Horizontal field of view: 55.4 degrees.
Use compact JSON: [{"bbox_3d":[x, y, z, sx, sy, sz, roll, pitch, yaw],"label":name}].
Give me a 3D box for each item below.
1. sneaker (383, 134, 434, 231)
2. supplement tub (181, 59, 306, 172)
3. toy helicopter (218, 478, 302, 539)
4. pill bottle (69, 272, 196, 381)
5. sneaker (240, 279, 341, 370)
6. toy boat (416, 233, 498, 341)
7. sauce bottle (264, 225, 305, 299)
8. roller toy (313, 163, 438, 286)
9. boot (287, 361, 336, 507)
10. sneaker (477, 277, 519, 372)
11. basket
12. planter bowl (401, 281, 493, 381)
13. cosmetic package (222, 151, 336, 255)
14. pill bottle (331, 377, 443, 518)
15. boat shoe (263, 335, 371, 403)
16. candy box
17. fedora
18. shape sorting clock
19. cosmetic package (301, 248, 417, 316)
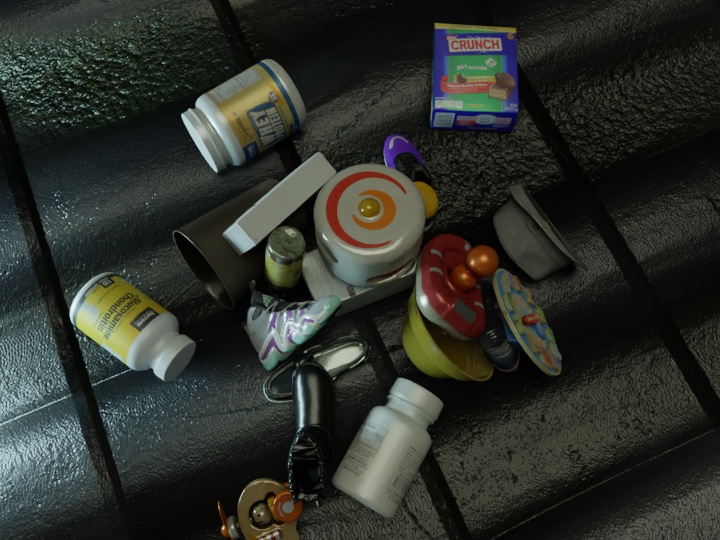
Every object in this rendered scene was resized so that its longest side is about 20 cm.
[{"bbox_3d":[0.099,-0.180,1.275,0.069,0.100,0.201,-16,72,-8],"label":"sneaker"},{"bbox_3d":[-0.217,-0.288,1.287,0.200,0.145,0.145,-34,74,-11],"label":"supplement tub"},{"bbox_3d":[-0.162,0.431,1.078,0.131,0.079,0.201,5,83,-6],"label":"toy helicopter"},{"bbox_3d":[-0.383,0.099,1.168,0.200,0.112,0.112,33,74,10],"label":"pill bottle"},{"bbox_3d":[-0.133,0.065,1.146,0.200,0.078,0.140,-40,84,28],"label":"sneaker"},{"bbox_3d":[0.170,0.008,1.118,0.130,0.131,0.200,37,29,-20],"label":"toy boat"},{"bbox_3d":[-0.131,-0.006,1.159,0.064,0.200,0.065,4,68,-9],"label":"sauce bottle"},{"bbox_3d":[0.017,-0.076,1.135,0.199,0.140,0.183,16,69,6],"label":"roller toy"},{"bbox_3d":[-0.079,0.251,1.067,0.073,0.162,0.199,-5,91,5],"label":"boot"},{"bbox_3d":[0.226,0.092,1.196,0.070,0.082,0.201,-21,41,14],"label":"sneaker"},{"bbox_3d":[-0.201,-0.059,1.210,0.200,0.181,0.136,-42,44,-23],"label":"basket"},{"bbox_3d":[0.130,0.119,1.159,0.083,0.200,0.201,-40,72,26],"label":"planter bowl"},{"bbox_3d":[-0.133,-0.112,1.134,0.051,0.082,0.200,51,61,-12],"label":"cosmetic package"},{"bbox_3d":[0.049,0.282,1.108,0.114,0.114,0.200,29,73,9],"label":"pill bottle"},{"bbox_3d":[-0.076,0.164,1.175,0.199,0.060,0.076,-28,73,-10],"label":"boat shoe"},{"bbox_3d":[0.225,-0.384,1.362,0.168,0.077,0.201,3,70,1],"label":"candy box"},{"bbox_3d":[0.306,-0.054,1.223,0.090,0.177,0.200,-38,89,18],"label":"fedora"},{"bbox_3d":[0.282,0.084,1.149,0.039,0.200,0.201,-29,70,27],"label":"shape sorting clock"},{"bbox_3d":[0.000,0.000,1.223,0.199,0.081,0.113,-24,70,-7],"label":"cosmetic package"}]
